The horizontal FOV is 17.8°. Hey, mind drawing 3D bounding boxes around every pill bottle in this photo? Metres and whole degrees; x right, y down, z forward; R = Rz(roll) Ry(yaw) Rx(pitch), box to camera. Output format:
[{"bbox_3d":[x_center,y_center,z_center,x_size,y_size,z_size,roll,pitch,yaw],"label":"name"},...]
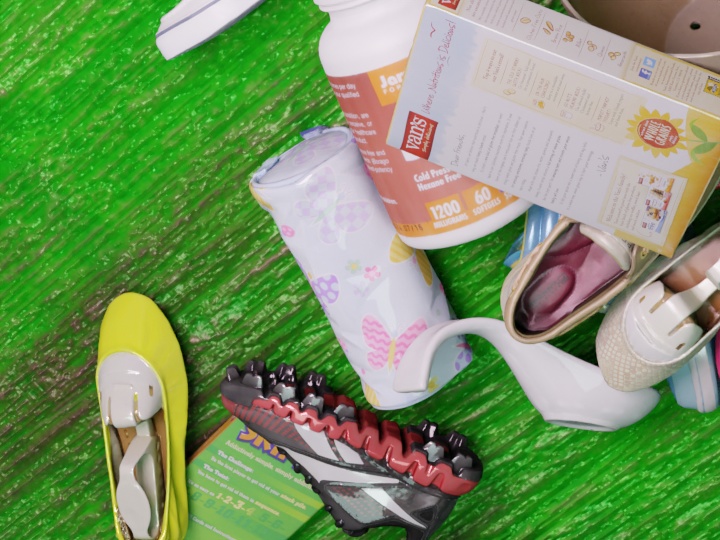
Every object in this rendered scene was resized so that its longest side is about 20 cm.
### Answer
[{"bbox_3d":[0.040,-0.124,1.536,0.112,0.112,0.201,-20,109,16],"label":"pill bottle"}]

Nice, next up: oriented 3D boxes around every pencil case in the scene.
[{"bbox_3d":[0.000,0.000,1.613,0.090,0.083,0.201,-23,108,23],"label":"pencil case"}]

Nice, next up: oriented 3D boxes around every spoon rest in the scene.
[{"bbox_3d":[0.119,0.071,1.599,0.199,0.099,0.061,12,80,-29],"label":"spoon rest"}]

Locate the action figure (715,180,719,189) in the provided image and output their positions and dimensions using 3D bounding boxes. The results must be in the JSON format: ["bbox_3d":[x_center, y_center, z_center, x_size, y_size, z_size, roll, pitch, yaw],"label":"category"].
[{"bbox_3d":[0.304,-0.099,1.533,0.199,0.066,0.052,-15,114,16],"label":"action figure"}]

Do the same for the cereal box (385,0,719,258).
[{"bbox_3d":[0.122,-0.095,1.411,0.199,0.040,0.144,23,146,3],"label":"cereal box"}]

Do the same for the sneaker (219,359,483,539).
[{"bbox_3d":[-0.017,0.136,1.654,0.200,0.071,0.098,24,105,-7],"label":"sneaker"}]

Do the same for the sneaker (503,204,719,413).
[{"bbox_3d":[0.173,0.015,1.598,0.130,0.080,0.201,-14,104,15],"label":"sneaker"}]

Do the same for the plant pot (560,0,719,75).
[{"bbox_3d":[0.228,-0.180,1.459,0.199,0.201,0.135,-9,148,13],"label":"plant pot"}]

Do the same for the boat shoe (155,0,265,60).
[{"bbox_3d":[-0.068,-0.220,1.542,0.200,0.074,0.065,-37,94,14],"label":"boat shoe"}]

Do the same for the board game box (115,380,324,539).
[{"bbox_3d":[-0.085,0.165,1.729,0.095,0.030,0.200,42,115,-11],"label":"board game box"}]

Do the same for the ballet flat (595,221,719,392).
[{"bbox_3d":[0.223,0.007,1.511,0.200,0.062,0.067,-45,81,19],"label":"ballet flat"}]

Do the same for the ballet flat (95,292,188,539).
[{"bbox_3d":[-0.161,0.119,1.681,0.066,0.067,0.201,0,104,18],"label":"ballet flat"}]

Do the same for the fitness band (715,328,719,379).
[{"bbox_3d":[0.318,0.020,1.564,0.143,0.037,0.201,11,98,-13],"label":"fitness band"}]

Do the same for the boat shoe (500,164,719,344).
[{"bbox_3d":[0.168,-0.023,1.509,0.074,0.066,0.200,38,110,-4],"label":"boat shoe"}]
